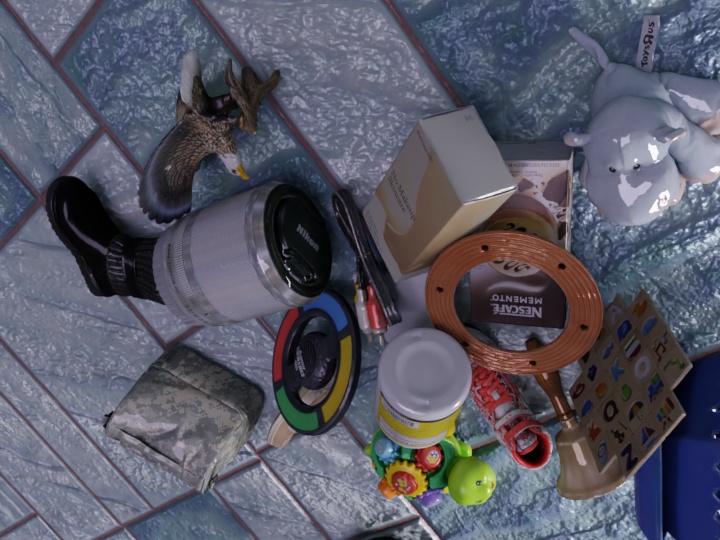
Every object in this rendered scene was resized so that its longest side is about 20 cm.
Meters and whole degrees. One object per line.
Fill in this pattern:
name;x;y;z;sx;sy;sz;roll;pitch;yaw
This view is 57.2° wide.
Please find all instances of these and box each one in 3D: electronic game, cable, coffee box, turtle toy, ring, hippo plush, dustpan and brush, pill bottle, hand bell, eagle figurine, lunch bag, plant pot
electronic game;-0.065;0.124;0.909;0.199;0.041;0.202;-17;68;49
cable;0.000;0.000;0.829;0.050;0.097;0.202;-24;105;-12
coffee box;0.185;-0.042;0.765;0.112;0.080;0.202;3;117;21
turtle toy;0.097;0.280;0.953;0.198;0.101;0.147;5;117;20
ring;0.170;0.038;0.748;0.199;0.019;0.202;12;130;15
hippo plush;0.282;-0.131;0.632;0.158;0.161;0.202;-2;115;23
dustpan and brush;0.077;0.086;0.898;0.139;0.057;0.202;-2;109;36
pill bottle;0.073;0.161;0.839;0.110;0.112;0.200;22;153;10
hand bell;0.265;0.180;0.859;0.104;0.104;0.201;-23;93;30
eagle figurine;-0.196;-0.160;0.807;0.199;0.151;0.152;-21;88;31
lunch bag;-0.280;0.239;1.044;0.199;0.168;0.140;29;123;6
plant pot;0.408;0.205;0.732;0.178;0.200;0.202;5;119;33

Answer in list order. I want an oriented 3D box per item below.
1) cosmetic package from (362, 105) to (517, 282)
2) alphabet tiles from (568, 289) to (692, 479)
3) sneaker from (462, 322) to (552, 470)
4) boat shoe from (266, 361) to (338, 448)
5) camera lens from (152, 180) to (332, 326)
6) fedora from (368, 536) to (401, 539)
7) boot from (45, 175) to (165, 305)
cosmetic package;0.077;-0.076;0.727;0.106;0.071;0.200;64;155;16
alphabet tiles;0.293;0.122;0.738;0.006;0.201;0.167;17;121;-10
sneaker;0.180;0.163;0.846;0.067;0.108;0.202;-31;109;-1
boat shoe;-0.077;0.215;1.007;0.069;0.074;0.201;38;123;7
camera lens;-0.149;-0.018;0.864;0.199;0.160;0.161;-15;110;28
fedora;0.055;0.507;1.093;0.199;0.092;0.202;9;119;17
boot;-0.356;-0.045;0.979;0.157;0.080;0.212;3;127;28
